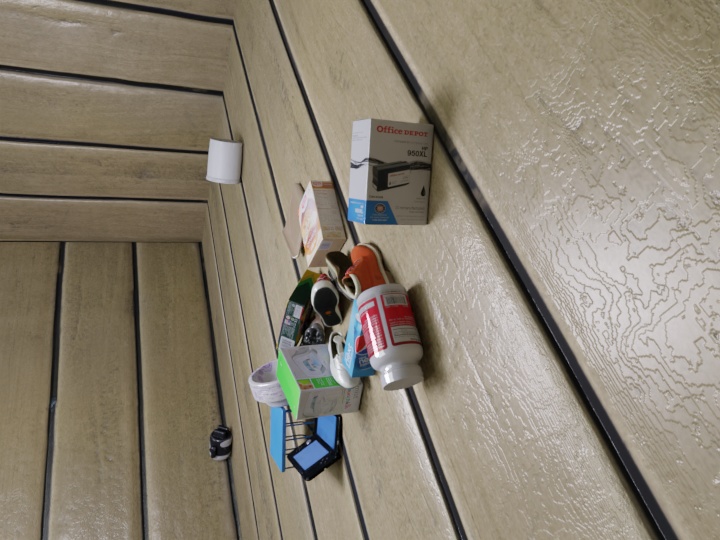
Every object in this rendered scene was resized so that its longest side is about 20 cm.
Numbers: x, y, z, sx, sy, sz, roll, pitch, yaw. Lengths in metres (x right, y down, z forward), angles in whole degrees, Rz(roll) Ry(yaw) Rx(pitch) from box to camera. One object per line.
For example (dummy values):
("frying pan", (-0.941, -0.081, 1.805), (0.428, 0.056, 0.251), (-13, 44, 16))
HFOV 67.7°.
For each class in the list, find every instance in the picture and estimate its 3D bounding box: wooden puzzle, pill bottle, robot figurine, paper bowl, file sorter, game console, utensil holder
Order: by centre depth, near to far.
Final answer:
("pill bottle", (0.065, 0.138, 1.108), (0.112, 0.112, 0.201), (126, 137, -54))
("game console", (-0.140, 0.496, 1.588), (0.117, 0.176, 0.200), (63, 160, -12))
("paper bowl", (-0.247, 0.359, 1.711), (0.201, 0.200, 0.105), (18, 125, 65))
("file sorter", (-0.217, 0.520, 1.742), (0.139, 0.122, 0.201), (-164, 75, -65))
("wooden puzzle", (-0.213, -0.169, 1.818), (0.185, 0.037, 0.200), (60, 139, 47))
("utensil holder", (-0.673, -0.545, 2.670), (0.170, 0.169, 0.201), (-141, 57, -59))
("robot figurine", (-0.799, 0.983, 3.058), (0.125, 0.150, 0.201), (31, 120, 47))

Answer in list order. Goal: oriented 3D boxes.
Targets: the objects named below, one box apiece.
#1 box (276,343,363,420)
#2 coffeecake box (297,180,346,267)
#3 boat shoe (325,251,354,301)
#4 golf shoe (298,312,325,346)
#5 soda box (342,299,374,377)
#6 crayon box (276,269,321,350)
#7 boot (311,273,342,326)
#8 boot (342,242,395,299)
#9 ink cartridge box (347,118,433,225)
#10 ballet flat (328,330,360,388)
("box", (-0.113, 0.292, 1.433), (0.200, 0.176, 0.097), (-131, 45, -56))
("coffeecake box", (-0.116, -0.133, 1.548), (0.154, 0.073, 0.201), (123, 139, -53))
("boat shoe", (-0.035, 0.023, 1.392), (0.200, 0.073, 0.065), (-121, 23, -49))
("golf shoe", (-0.143, 0.205, 1.648), (0.200, 0.078, 0.095), (120, 163, -51))
("soda box", (0.010, 0.156, 1.290), (0.068, 0.064, 0.201), (-129, 43, -54))
("crayon box", (-0.185, 0.126, 1.632), (0.173, 0.058, 0.200), (-64, -7, -55))
("boot", (-0.101, 0.047, 1.468), (0.200, 0.072, 0.145), (79, 177, -57))
("boot", (0.000, 0.000, 1.258), (0.200, 0.107, 0.075), (-119, 35, -49))
("ink cartridge box", (0.059, -0.194, 1.066), (0.084, 0.144, 0.201), (-157, 68, -62))
("ballet flat", (-0.050, 0.226, 1.400), (0.200, 0.069, 0.070), (-117, 34, -60))
